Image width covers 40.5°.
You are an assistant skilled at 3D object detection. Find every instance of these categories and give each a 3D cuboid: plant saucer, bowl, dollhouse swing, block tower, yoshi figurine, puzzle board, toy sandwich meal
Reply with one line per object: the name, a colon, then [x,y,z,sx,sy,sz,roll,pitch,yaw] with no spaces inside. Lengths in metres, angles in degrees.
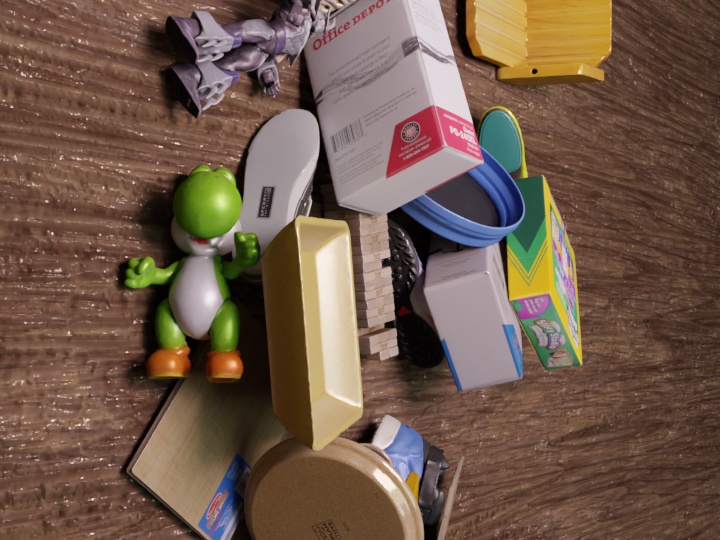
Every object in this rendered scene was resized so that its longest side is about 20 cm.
plant saucer: [-0.046,0.054,0.924,0.200,0.048,0.203,-5,91,-77]
bowl: [0.102,-0.106,1.155,0.198,0.040,0.202,23,34,-17]
dollhouse swing: [0.250,-0.375,1.351,0.176,0.179,0.203,3,87,-72]
block tower: [0.000,0.000,1.103,0.054,0.057,0.203,-13,99,-52]
yoshi figurine: [-0.145,-0.004,0.880,0.111,0.111,0.203,13,75,-43]
puzzle board: [-0.135,0.150,0.961,0.151,0.017,0.201,55,50,-38]
toy sandwich meal: [-0.024,0.243,0.961,0.070,0.202,0.208,-49,128,-64]

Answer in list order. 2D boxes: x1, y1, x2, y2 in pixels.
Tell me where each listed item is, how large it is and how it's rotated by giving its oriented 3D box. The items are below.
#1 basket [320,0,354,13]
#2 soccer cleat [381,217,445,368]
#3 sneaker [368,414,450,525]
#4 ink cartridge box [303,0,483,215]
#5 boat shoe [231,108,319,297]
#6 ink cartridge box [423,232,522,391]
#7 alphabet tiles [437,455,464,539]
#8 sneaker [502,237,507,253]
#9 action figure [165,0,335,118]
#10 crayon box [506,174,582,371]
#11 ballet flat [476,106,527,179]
basket: [-0.033,-0.397,0.956,0.199,0.159,0.201,24,56,-48]
soccer cleat: [0.057,0.020,1.179,0.073,0.067,0.202,-65,137,-58]
sneaker: [0.035,0.268,1.091,0.201,0.110,0.077,-60,176,-39]
ink cartridge box: [0.030,-0.182,1.030,0.083,0.144,0.203,10,62,-51]
boat shoe: [-0.085,-0.071,0.995,0.064,0.070,0.202,77,24,-61]
ink cartridge box: [0.141,0.028,1.198,0.201,0.083,0.148,-75,146,-63]
alphabet tiles: [0.094,0.339,1.185,0.167,0.007,0.203,-11,114,-80]
sneaker: [0.179,-0.008,1.319,0.200,0.069,0.091,51,49,-41]
action figure: [-0.097,-0.221,0.953,0.199,0.069,0.131,-29,152,-37]
crayon box: [0.237,0.007,1.265,0.200,0.057,0.175,53,34,-51]
ballet flat: [0.205,-0.139,1.373,0.067,0.066,0.203,-62,141,-61]
